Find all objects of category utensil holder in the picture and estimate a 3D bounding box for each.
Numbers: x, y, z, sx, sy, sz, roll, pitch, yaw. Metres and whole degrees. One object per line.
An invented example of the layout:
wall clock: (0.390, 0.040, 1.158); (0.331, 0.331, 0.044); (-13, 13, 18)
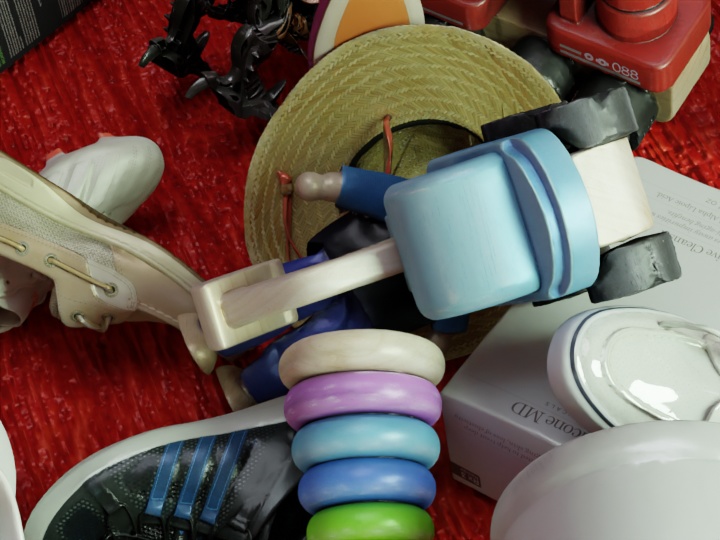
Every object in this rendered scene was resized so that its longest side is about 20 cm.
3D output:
utensil holder: (0.143, 0.197, 1.034); (0.169, 0.170, 0.201); (-4, 49, 7)

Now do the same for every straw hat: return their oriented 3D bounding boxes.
straw hat: (0.037, -0.045, 1.329); (0.200, 0.202, 0.085); (2, 6, 12)

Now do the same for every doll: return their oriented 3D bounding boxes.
doll: (0.000, 0.000, 1.259); (0.200, 0.137, 0.049); (-31, 26, 5)

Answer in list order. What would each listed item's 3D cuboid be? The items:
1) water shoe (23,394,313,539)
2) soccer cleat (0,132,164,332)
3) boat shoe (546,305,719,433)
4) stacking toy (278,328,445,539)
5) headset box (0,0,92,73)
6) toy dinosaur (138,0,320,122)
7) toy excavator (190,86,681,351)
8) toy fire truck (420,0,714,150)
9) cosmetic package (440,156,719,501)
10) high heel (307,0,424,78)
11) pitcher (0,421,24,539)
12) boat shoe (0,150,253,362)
water shoe: (-0.077, 0.123, 1.207); (0.199, 0.072, 0.079); (-21, 49, -10)
soccer cleat: (-0.195, -0.008, 1.362); (0.200, 0.069, 0.078); (-31, 54, -9)
boat shoe: (0.190, 0.064, 1.133); (0.086, 0.201, 0.075); (-16, 56, 56)
stacking toy: (0.002, 0.135, 1.146); (0.085, 0.085, 0.201); (-3, 72, 7)
headset box: (-0.263, -0.232, 1.564); (0.174, 0.093, 0.200); (29, 58, 33)
toy dinosaur: (-0.073, -0.173, 1.438); (0.199, 0.136, 0.102); (17, 16, -32)
toy excavator: (0.030, -0.013, 1.165); (0.199, 0.100, 0.194); (-17, 3, -22)
toy fire truck: (0.096, -0.169, 1.276); (0.176, 0.200, 0.129); (26, 64, 22)
cosmetic package: (0.142, 0.044, 1.236); (0.113, 0.081, 0.200); (22, 54, 26)
high heel: (-0.004, -0.138, 1.355); (0.067, 0.200, 0.096); (-11, 52, -5)
pitcher: (-0.227, 0.090, 1.171); (0.121, 0.172, 0.200); (1, 11, -22)
boat shoe: (-0.151, 0.002, 1.308); (0.200, 0.072, 0.065); (32, 85, -6)
